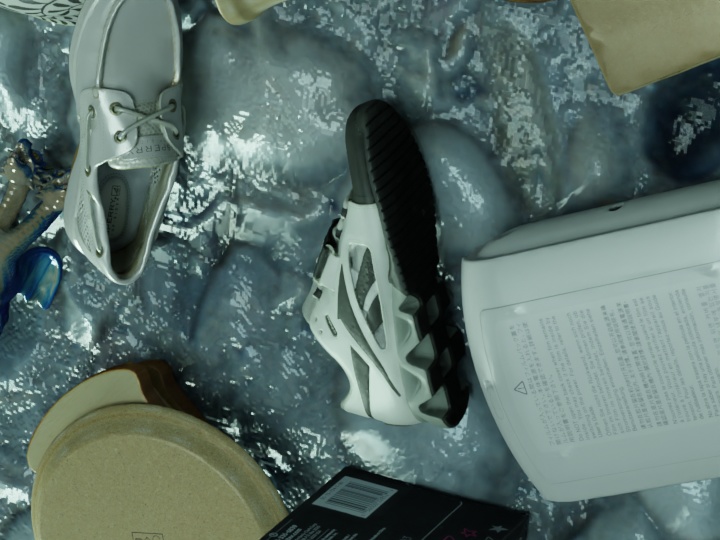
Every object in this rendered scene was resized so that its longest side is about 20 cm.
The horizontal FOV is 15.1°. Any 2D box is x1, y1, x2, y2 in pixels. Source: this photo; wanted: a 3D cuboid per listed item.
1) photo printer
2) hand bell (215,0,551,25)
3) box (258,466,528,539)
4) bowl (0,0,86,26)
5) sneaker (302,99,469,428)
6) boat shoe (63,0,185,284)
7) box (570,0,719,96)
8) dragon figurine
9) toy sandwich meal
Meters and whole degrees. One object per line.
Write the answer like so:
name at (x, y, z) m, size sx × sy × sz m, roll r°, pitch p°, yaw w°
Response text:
photo printer at (0.157, 0.043, 1.516) m, size 0.200 × 0.069 × 0.167 m, roll -14°, pitch 103°, yaw 31°
hand bell at (0.028, -0.174, 1.489) m, size 0.200 × 0.104 × 0.104 m, roll 10°, pitch 113°, yaw 19°
box at (-0.002, 0.215, 1.587) m, size 0.132 × 0.200 × 0.115 m, roll 13°, pitch 113°, yaw 23°
bowl at (-0.200, -0.229, 1.582) m, size 0.201 × 0.094 × 0.201 m, roll 10°, pitch 113°, yaw 25°
sneaker at (0.000, 0.000, 1.578) m, size 0.088 × 0.074 × 0.200 m, roll -2°, pitch 108°, yaw 26°
boat shoe at (-0.132, -0.083, 1.605) m, size 0.069 × 0.071 × 0.200 m, roll -127°, pitch 36°, yaw -49°
box at (0.189, -0.199, 1.434) m, size 0.200 × 0.021 × 0.164 m, roll -20°, pitch 98°, yaw 32°
dragon figurine at (-0.227, 0.005, 1.706) m, size 0.059 × 0.099 × 0.200 m, roll 33°, pitch 140°, yaw 11°
toy sandwich meal at (-0.122, 0.156, 1.710) m, size 0.205 × 0.070 × 0.205 m, roll 9°, pitch 115°, yaw 20°
